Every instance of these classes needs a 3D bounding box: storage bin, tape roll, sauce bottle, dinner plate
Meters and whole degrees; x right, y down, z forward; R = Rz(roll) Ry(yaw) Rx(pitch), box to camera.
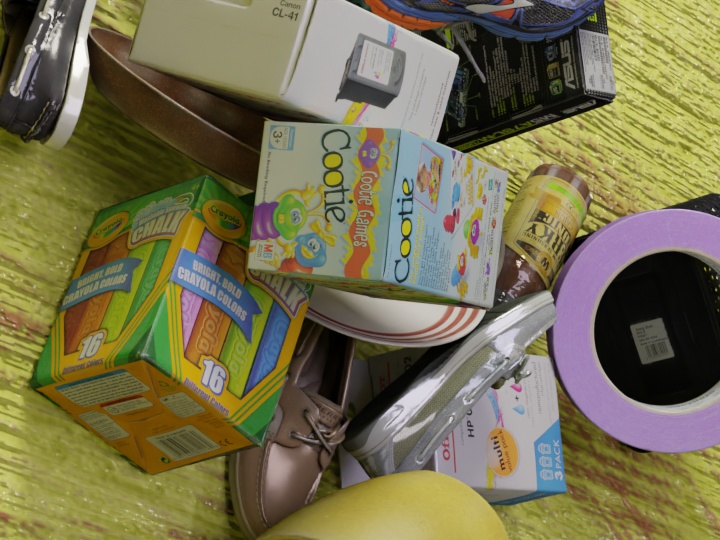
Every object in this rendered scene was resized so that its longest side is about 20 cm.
[{"bbox_3d":[0.279,0.046,1.998,0.094,0.135,0.201,-18,91,-48],"label":"storage bin"},{"bbox_3d":[0.256,0.049,1.887,0.066,0.200,0.201,-132,-157,-88],"label":"tape roll"},{"bbox_3d":[0.136,-0.006,1.918,0.065,0.065,0.200,49,47,-24],"label":"sauce bottle"},{"bbox_3d":[0.000,0.000,1.729,0.200,0.024,0.200,16,33,-11],"label":"dinner plate"}]

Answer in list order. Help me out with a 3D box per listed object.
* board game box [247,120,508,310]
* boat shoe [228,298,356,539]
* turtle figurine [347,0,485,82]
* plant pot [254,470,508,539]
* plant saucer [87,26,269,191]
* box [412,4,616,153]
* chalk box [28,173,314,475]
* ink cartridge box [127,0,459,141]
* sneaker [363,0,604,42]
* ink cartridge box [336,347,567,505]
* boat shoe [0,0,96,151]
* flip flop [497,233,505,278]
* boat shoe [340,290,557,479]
[{"bbox_3d":[0.016,-0.036,1.576,0.200,0.103,0.105,15,81,-65],"label":"board game box"},{"bbox_3d":[-0.046,0.110,1.686,0.071,0.064,0.201,30,57,-37],"label":"boat shoe"},{"bbox_3d":[0.020,-0.186,1.814,0.100,0.150,0.201,-14,78,-28],"label":"turtle figurine"},{"bbox_3d":[0.028,0.224,1.620,0.142,0.200,0.200,-46,111,-40],"label":"plant pot"},{"bbox_3d":[-0.117,-0.109,1.626,0.200,0.200,0.035,26,102,-39],"label":"plant saucer"},{"bbox_3d":[0.113,-0.210,1.864,0.047,0.193,0.201,6,72,-43],"label":"box"},{"bbox_3d":[-0.121,0.020,1.593,0.124,0.125,0.200,40,51,-32],"label":"chalk box"},{"bbox_3d":[-0.045,-0.150,1.607,0.200,0.147,0.086,15,91,-57],"label":"ink cartridge box"},{"bbox_3d":[0.103,-0.223,1.729,0.199,0.078,0.076,-4,65,-19],"label":"sneaker"},{"bbox_3d":[0.072,0.123,1.804,0.200,0.068,0.116,8,71,-45],"label":"ink cartridge box"},{"bbox_3d":[-0.224,-0.178,1.590,0.060,0.074,0.201,18,60,-26],"label":"boat shoe"},{"bbox_3d":[0.051,-0.007,1.816,0.200,0.058,0.081,-22,62,-44],"label":"flip flop"},{"bbox_3d":[0.076,0.089,1.720,0.202,0.074,0.065,-40,99,-22],"label":"boat shoe"}]
